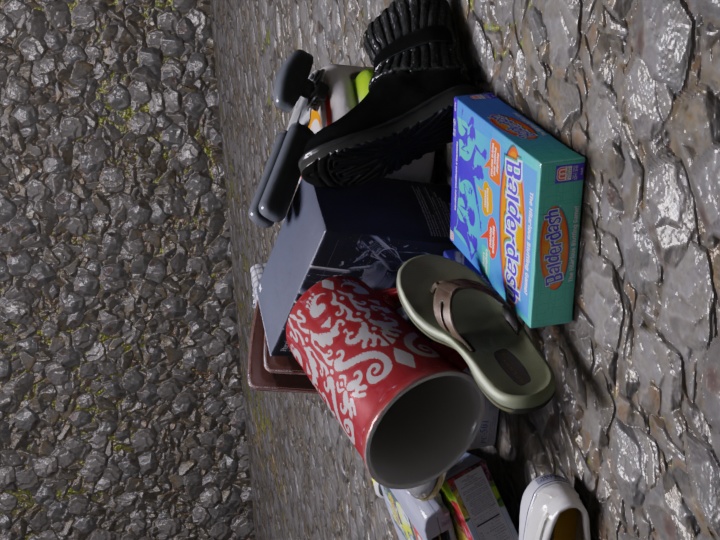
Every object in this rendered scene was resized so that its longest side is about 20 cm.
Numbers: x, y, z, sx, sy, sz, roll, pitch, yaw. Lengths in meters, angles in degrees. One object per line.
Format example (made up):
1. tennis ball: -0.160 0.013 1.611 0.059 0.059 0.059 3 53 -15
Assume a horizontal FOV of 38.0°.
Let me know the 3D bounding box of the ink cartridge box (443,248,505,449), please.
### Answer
1. ink cartridge box: 0.117 0.085 1.123 0.094 0.044 0.203 -120 26 -54

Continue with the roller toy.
1. roller toy: 0.008 -0.148 1.251 0.200 0.138 0.185 -142 57 -67

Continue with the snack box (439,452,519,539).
1. snack box: 0.111 0.268 1.151 0.144 0.052 0.200 66 167 -4

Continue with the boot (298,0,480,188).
1. boot: 0.018 -0.187 1.091 0.080 0.208 0.160 63 -174 -63

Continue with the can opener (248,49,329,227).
1. can opener: -0.084 -0.145 1.157 0.052 0.066 0.203 -22 49 58

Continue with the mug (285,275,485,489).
1. mug: 0.033 0.093 1.047 0.200 0.176 0.135 44 151 47

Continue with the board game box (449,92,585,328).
1. board game box: 0.138 -0.062 0.963 0.200 0.044 0.154 -126 31 -61

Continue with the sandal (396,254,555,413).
1. sandal: 0.105 0.043 0.935 0.201 0.079 0.058 46 159 40

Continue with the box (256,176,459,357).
1. box: 0.000 0.000 1.175 0.105 0.179 0.201 -107 32 -42

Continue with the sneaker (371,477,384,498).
1. sneaker: 0.026 0.178 1.289 0.076 0.075 0.203 -11 72 34

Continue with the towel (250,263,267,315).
1. towel: -0.053 0.066 1.489 0.167 0.197 0.086 -110 18 -45

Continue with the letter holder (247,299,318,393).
1. letter holder: -0.079 0.046 1.356 0.101 0.140 0.202 81 -166 -55

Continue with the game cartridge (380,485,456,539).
1. game cartridge: 0.066 0.281 1.162 0.134 0.040 0.202 -124 14 -48

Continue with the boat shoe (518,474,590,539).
1. boat shoe: 0.179 0.290 0.941 0.070 0.070 0.203 -136 47 -73

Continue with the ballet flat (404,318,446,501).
1. ballet flat: 0.071 0.143 1.096 0.057 0.066 0.203 42 -139 -50
